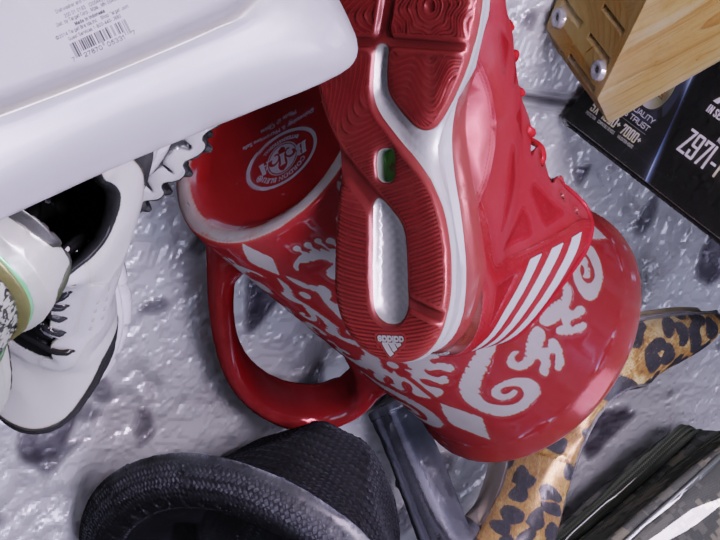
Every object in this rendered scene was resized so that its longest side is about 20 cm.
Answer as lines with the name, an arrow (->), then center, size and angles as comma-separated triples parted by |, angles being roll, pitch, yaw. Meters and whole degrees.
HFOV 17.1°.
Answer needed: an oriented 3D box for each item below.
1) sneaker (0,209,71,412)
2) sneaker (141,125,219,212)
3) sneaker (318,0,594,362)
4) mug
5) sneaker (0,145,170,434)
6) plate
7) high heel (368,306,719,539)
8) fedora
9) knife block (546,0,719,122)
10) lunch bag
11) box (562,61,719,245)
sneaker -> -0.183, 0.040, 0.950 | 0.089, 0.077, 0.200 | -53, 179, -35
sneaker -> -0.081, -0.110, 0.987 | 0.090, 0.067, 0.200 | 26, 119, -18
sneaker -> 0.043, -0.064, 0.988 | 0.115, 0.078, 0.201 | 2, 95, -55
mug -> 0.007, 0.003, 1.084 | 0.178, 0.133, 0.200 | -51, 132, 2
sneaker -> -0.130, -0.005, 0.981 | 0.073, 0.080, 0.201 | 19, 127, 2
plate -> -0.121, -0.132, 0.866 | 0.199, 0.201, 0.032 | -24, 175, -21
high heel -> 0.116, 0.105, 1.224 | 0.199, 0.143, 0.071 | -20, 172, -14
fedora -> -0.038, 0.135, 1.141 | 0.092, 0.199, 0.201 | -57, 147, -40
knife block -> 0.203, -0.160, 1.125 | 0.175, 0.064, 0.201 | 6, 125, -29
lunch bag -> 0.162, 0.184, 1.304 | 0.200, 0.168, 0.140 | -39, 94, -11
box -> 0.222, -0.031, 1.168 | 0.086, 0.200, 0.164 | -53, 135, 6
